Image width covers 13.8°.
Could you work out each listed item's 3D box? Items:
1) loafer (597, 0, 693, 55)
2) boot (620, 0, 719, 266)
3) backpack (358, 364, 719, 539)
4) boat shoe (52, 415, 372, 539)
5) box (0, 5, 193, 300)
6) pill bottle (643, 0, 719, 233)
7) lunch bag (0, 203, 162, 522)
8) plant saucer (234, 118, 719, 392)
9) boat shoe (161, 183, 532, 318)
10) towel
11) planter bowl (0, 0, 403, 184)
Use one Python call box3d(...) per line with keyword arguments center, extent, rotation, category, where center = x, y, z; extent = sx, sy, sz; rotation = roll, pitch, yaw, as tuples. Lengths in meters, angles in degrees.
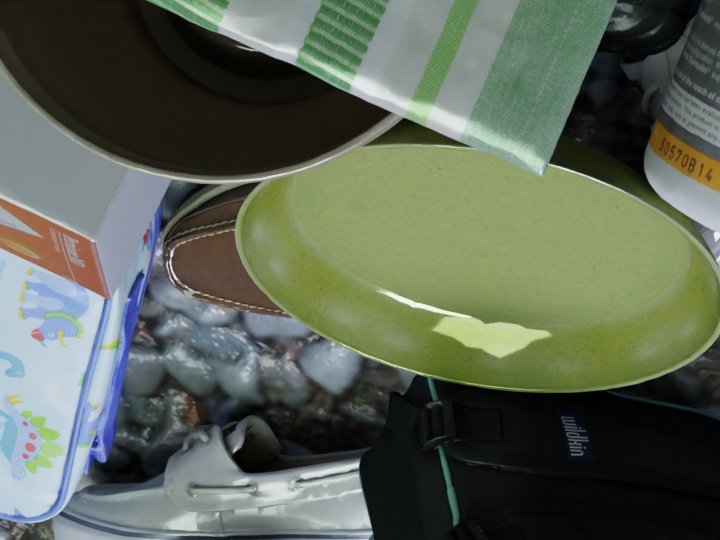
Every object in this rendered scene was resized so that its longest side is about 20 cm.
box3d(center=(0.044, -0.134, 1.206), extent=(0.200, 0.071, 0.068), rotation=(10, 173, 27), category="loafer")
box3d(center=(0.144, -0.057, 1.232), extent=(0.095, 0.074, 0.200), rotation=(36, 122, -4), category="boot")
box3d(center=(0.104, 0.141, 1.320), extent=(0.199, 0.176, 0.154), rotation=(6, 132, -19), category="backpack")
box3d(center=(-0.058, 0.104, 1.434), extent=(0.199, 0.071, 0.070), rotation=(-1, 100, 24), category="boat shoe")
box3d(center=(-0.176, -0.082, 1.245), extent=(0.200, 0.098, 0.124), rotation=(24, 169, 4), category="box")
box3d(center=(0.190, -0.105, 1.101), extent=(0.116, 0.116, 0.201), rotation=(21, 105, 2), category="pill bottle")
box3d(center=(-0.181, 0.018, 1.387), extent=(0.160, 0.083, 0.200), rotation=(20, 131, 4), category="lunch bag")
box3d(center=(0.050, -0.010, 1.194), extent=(0.199, 0.031, 0.200), rotation=(9, 152, 5), category="plant saucer")
box3d(center=(-0.002, -0.005, 1.312), extent=(0.202, 0.075, 0.075), rotation=(-6, 125, 23), category="boat shoe")
box3d(center=(0.003, -0.142, 1.037), extent=(0.199, 0.023, 0.153), rotation=(24, 90, 6), category="towel")
box3d(center=(-0.042, -0.128, 1.119), extent=(0.199, 0.135, 0.201), rotation=(0, 87, 6), category="planter bowl")
